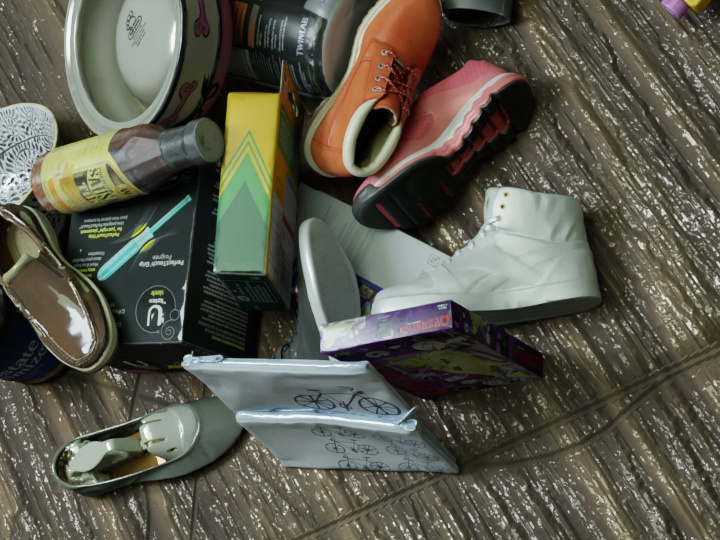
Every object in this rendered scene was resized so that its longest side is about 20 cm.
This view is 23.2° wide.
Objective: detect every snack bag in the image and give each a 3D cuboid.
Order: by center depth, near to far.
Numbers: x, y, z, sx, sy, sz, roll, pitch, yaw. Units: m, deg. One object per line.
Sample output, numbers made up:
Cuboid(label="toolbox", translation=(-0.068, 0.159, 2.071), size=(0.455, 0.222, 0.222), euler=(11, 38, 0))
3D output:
Cuboid(label="snack bag", translation=(-0.032, 0.126, 1.509), size=(0.188, 0.200, 0.021), euler=(1, 60, 27))

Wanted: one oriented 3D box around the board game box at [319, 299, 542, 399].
Cuboid(label="board game box", translation=(0.063, 0.069, 1.472), size=(0.120, 0.200, 0.032), euler=(-8, 72, 26))

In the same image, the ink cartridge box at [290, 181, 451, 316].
Cuboid(label="ink cartridge box", translation=(0.000, 0.000, 1.621), size=(0.200, 0.039, 0.100), euler=(29, 89, 30))

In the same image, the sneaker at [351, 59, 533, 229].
Cuboid(label="sneaker", translation=(0.065, -0.116, 1.607), size=(0.200, 0.074, 0.087), euler=(-41, 46, -5))

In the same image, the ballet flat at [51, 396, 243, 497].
Cuboid(label="ballet flat", translation=(-0.205, 0.167, 1.661), size=(0.199, 0.064, 0.068), euler=(-22, 66, 20))

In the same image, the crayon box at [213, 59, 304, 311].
Cuboid(label="crayon box", translation=(-0.090, -0.075, 1.592), size=(0.051, 0.126, 0.201), euler=(2, 74, 8))

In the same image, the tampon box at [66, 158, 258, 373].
Cuboid(label="tampon box", translation=(-0.185, -0.012, 1.668), size=(0.149, 0.126, 0.201), euler=(-3, 74, 29))

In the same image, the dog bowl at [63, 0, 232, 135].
Cuboid(label="dog bowl", translation=(-0.197, -0.219, 1.651), size=(0.200, 0.074, 0.201), euler=(1, 91, 49))

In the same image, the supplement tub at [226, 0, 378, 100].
Cuboid(label="supplement tub", translation=(-0.083, -0.237, 1.688), size=(0.199, 0.122, 0.123), euler=(17, 83, 31))

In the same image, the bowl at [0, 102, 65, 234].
Cuboid(label="bowl", translation=(-0.361, -0.065, 1.781), size=(0.200, 0.094, 0.201), euler=(-23, 41, 21))

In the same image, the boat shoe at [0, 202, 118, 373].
Cuboid(label="boat shoe", translation=(-0.296, 0.014, 1.605), size=(0.075, 0.075, 0.202), euler=(-49, 56, 10))

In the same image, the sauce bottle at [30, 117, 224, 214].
Cuboid(label="sauce bottle", translation=(-0.210, -0.097, 1.580), size=(0.200, 0.066, 0.066), euler=(-13, 68, 38))

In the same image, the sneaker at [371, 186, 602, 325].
Cuboid(label="sneaker", translation=(0.103, -0.012, 1.533), size=(0.199, 0.074, 0.116), euler=(-7, 74, 2))

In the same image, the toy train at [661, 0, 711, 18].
Cuboid(label="toy train", translation=(0.321, -0.295, 1.538), size=(0.150, 0.056, 0.201), euler=(-26, 67, 17))

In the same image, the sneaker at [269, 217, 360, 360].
Cuboid(label="sneaker", translation=(-0.050, 0.056, 1.575), size=(0.099, 0.071, 0.201), euler=(-9, 99, 33))

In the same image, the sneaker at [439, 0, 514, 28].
Cuboid(label="sneaker", translation=(0.060, -0.292, 1.658), size=(0.199, 0.075, 0.107), euler=(9, 79, 28))

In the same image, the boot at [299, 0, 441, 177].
Cuboid(label="boot", translation=(0.027, -0.169, 1.582), size=(0.200, 0.075, 0.107), euler=(-62, 22, -3))

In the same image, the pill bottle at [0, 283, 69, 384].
Cuboid(label="pill bottle", translation=(-0.364, 0.046, 1.696), size=(0.111, 0.200, 0.112), euler=(-4, 79, 23))
